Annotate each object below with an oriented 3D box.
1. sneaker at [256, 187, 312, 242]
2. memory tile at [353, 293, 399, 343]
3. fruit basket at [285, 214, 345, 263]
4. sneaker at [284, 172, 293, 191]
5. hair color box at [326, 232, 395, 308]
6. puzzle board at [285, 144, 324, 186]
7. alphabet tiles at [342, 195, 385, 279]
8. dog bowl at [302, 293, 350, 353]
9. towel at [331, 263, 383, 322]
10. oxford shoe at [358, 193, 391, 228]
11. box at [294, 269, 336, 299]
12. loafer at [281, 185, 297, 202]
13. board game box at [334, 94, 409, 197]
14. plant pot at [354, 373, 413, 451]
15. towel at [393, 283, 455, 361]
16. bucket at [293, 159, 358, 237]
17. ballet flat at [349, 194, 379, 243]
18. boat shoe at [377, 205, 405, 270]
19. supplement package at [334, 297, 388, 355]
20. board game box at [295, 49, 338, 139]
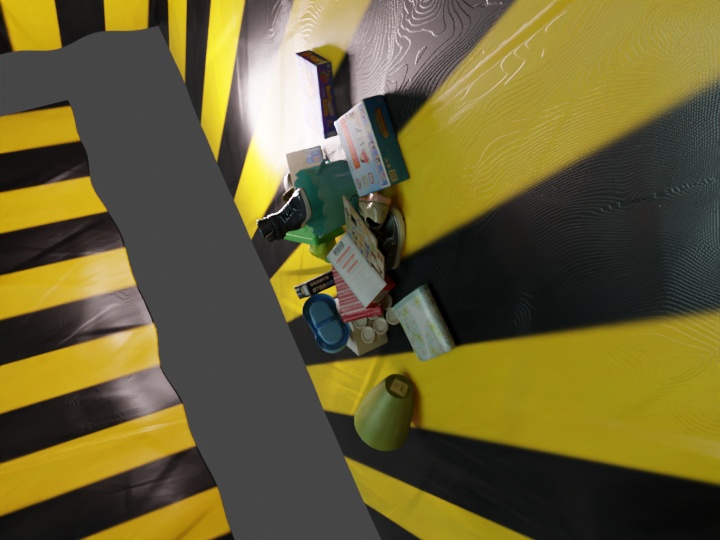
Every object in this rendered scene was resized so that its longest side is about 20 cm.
[{"bbox_3d":[-0.219,-0.152,1.591,0.078,0.144,0.203,62,158,15],"label":"sneaker"},{"bbox_3d":[0.026,0.099,1.648,0.153,0.017,0.202,-39,67,23],"label":"memory tile"},{"bbox_3d":[-0.147,-0.105,1.807,0.213,0.154,0.220,25,126,38],"label":"fruit basket"},{"bbox_3d":[-0.190,-0.268,1.913,0.201,0.074,0.083,54,140,21],"label":"sneaker"},{"bbox_3d":[0.000,0.000,1.591,0.102,0.061,0.201,-47,67,21],"label":"hair color box"},{"bbox_3d":[-0.165,-0.312,1.791,0.198,0.017,0.154,2,109,50],"label":"puzzle board"},{"bbox_3d":[0.010,-0.077,1.469,0.201,0.007,0.168,56,164,28],"label":"alphabet tiles"},{"bbox_3d":[-0.104,0.166,1.726,0.202,0.110,0.050,59,169,28],"label":"dog bowl"},{"bbox_3d":[-0.011,0.043,1.646,0.142,0.022,0.205,-17,81,29],"label":"towel"},{"bbox_3d":[0.025,-0.144,1.416,0.200,0.069,0.076,169,114,-82],"label":"oxford shoe"},{"bbox_3d":[-0.099,0.028,1.765,0.047,0.197,0.159,66,160,-2],"label":"box"},{"bbox_3d":[-0.177,-0.247,1.763,0.198,0.071,0.074,-20,93,53],"label":"loafer"},{"bbox_3d":[0.023,-0.293,1.351,0.195,0.055,0.204,-1,109,68],"label":"board game box"},{"bbox_3d":[0.092,0.422,1.744,0.188,0.184,0.203,52,139,34],"label":"plant pot"},{"bbox_3d":[0.163,0.139,1.440,0.174,0.047,0.200,62,159,8],"label":"towel"},{"bbox_3d":[-0.091,-0.212,1.602,0.208,0.133,0.210,49,152,39],"label":"bucket"},{"bbox_3d":[0.014,-0.109,1.552,0.075,0.067,0.204,166,80,-85],"label":"ballet flat"},{"bbox_3d":[0.073,-0.073,1.438,0.069,0.056,0.203,51,153,37],"label":"boat shoe"},{"bbox_3d":[-0.013,0.165,1.797,0.199,0.115,0.119,31,137,58],"label":"supplement package"},{"bbox_3d":[-0.119,-0.482,1.537,0.135,0.044,0.203,46,150,45],"label":"board game box"}]
